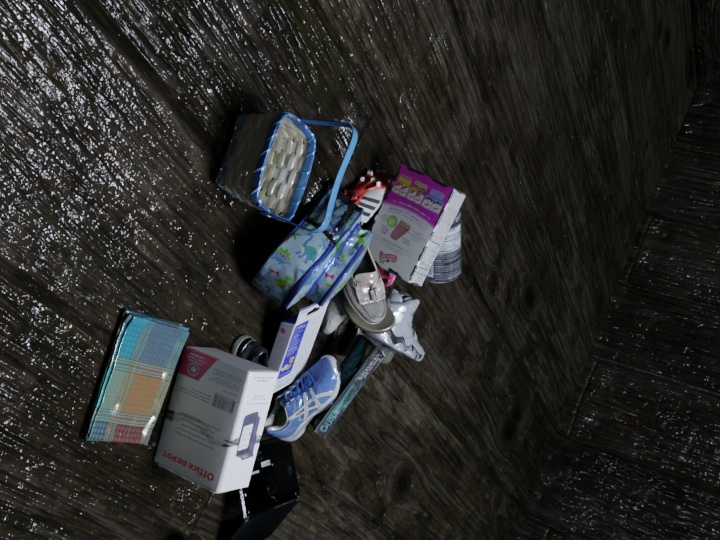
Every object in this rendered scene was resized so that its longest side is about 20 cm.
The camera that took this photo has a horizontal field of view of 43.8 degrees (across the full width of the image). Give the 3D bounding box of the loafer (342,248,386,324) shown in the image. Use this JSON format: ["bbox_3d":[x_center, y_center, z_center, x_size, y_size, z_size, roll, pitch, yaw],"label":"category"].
[{"bbox_3d":[0.000,0.000,1.661,0.072,0.063,0.201,-14,76,-30],"label":"loafer"}]

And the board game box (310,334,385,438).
[{"bbox_3d":[-0.033,0.224,1.765,0.028,0.135,0.200,37,88,-13],"label":"board game box"}]

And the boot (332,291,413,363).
[{"bbox_3d":[0.027,0.111,1.920,0.200,0.072,0.183,27,78,-52],"label":"boot"}]

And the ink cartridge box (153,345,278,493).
[{"bbox_3d":[-0.235,0.240,1.459,0.084,0.144,0.201,12,93,-59],"label":"ink cartridge box"}]

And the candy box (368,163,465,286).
[{"bbox_3d":[0.099,-0.088,1.748,0.061,0.136,0.201,18,100,-58],"label":"candy box"}]

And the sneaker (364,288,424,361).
[{"bbox_3d":[0.093,0.116,1.886,0.200,0.075,0.115,33,79,-51],"label":"sneaker"}]

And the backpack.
[{"bbox_3d":[-0.081,-0.025,1.546,0.200,0.147,0.183,-48,179,-28],"label":"backpack"}]

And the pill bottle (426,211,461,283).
[{"bbox_3d":[0.176,-0.081,2.025,0.106,0.106,0.201,-38,134,-45],"label":"pill bottle"}]

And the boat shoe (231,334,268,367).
[{"bbox_3d":[-0.190,0.216,1.599,0.074,0.066,0.200,-19,119,-55],"label":"boat shoe"}]

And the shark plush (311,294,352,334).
[{"bbox_3d":[-0.041,0.026,1.794,0.083,0.090,0.201,91,8,-72],"label":"shark plush"}]

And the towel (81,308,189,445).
[{"bbox_3d":[-0.341,0.168,1.376,0.147,0.022,0.201,24,83,-59],"label":"towel"}]

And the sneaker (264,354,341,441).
[{"bbox_3d":[-0.109,0.244,1.697,0.077,0.076,0.200,20,109,-50],"label":"sneaker"}]

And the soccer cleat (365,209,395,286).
[{"bbox_3d":[0.057,-0.062,1.872,0.086,0.070,0.201,-41,136,-43],"label":"soccer cleat"}]

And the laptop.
[{"bbox_3d":[-0.208,0.435,1.730,0.177,0.103,0.201,-3,81,-59],"label":"laptop"}]

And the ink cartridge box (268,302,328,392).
[{"bbox_3d":[-0.120,0.131,1.650,0.095,0.037,0.201,-25,145,-52],"label":"ink cartridge box"}]

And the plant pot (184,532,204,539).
[{"bbox_3d":[-0.308,0.576,1.493,0.200,0.187,0.188,-34,133,-29],"label":"plant pot"}]

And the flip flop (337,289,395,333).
[{"bbox_3d":[-0.004,0.033,1.717,0.081,0.201,0.058,-29,174,-23],"label":"flip flop"}]

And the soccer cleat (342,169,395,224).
[{"bbox_3d":[0.009,-0.137,1.771,0.200,0.068,0.086,-34,140,-43],"label":"soccer cleat"}]

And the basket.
[{"bbox_3d":[-0.113,-0.164,1.414,0.139,0.199,0.177,30,79,-59],"label":"basket"}]
